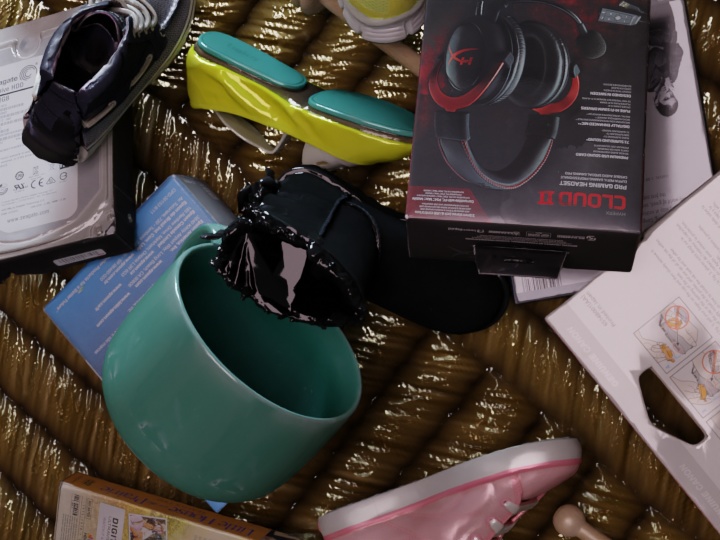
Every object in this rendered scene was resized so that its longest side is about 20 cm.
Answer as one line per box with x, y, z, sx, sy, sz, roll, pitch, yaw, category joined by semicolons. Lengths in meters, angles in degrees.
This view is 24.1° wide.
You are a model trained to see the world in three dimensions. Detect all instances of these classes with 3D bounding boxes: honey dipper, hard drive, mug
0.012;-0.165;1.188;0.200;0.038;0.038;40;99;20;honey dipper
0.214;0.218;1.132;0.200;0.038;0.038;35;98;17;honey dipper
-0.236;-0.094;1.240;0.139;0.038;0.200;-12;62;16;hard drive
-0.089;0.069;1.115;0.152;0.185;0.114;40;115;-6;mug

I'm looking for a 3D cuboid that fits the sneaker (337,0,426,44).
-0.012;-0.256;1.154;0.078;0.090;0.200;-29;68;-9;sneaker

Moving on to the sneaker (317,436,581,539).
0.073;0.185;1.154;0.200;0.075;0.105;-23;77;22;sneaker

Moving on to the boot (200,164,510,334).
0.001;0.000;1.122;0.198;0.162;0.073;30;108;2;boot

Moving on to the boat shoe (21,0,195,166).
-0.166;-0.169;1.185;0.075;0.093;0.200;27;59;-4;boat shoe

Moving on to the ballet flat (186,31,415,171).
-0.041;-0.108;1.213;0.200;0.067;0.067;25;116;19;ballet flat

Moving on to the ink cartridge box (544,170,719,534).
0.251;0.050;1.107;0.176;0.045;0.200;-39;87;10;ink cartridge box

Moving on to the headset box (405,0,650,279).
0.109;-0.088;1.088;0.148;0.075;0.201;4;70;6;headset box

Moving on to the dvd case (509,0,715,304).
0.164;-0.087;1.164;0.150;0.025;0.201;-10;86;16;dvd case

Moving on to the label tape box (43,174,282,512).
-0.110;0.051;1.220;0.143;0.066;0.200;-44;80;11;label tape box

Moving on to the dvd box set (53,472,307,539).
-0.131;0.240;1.219;0.200;0.029;0.147;13;107;17;dvd box set
